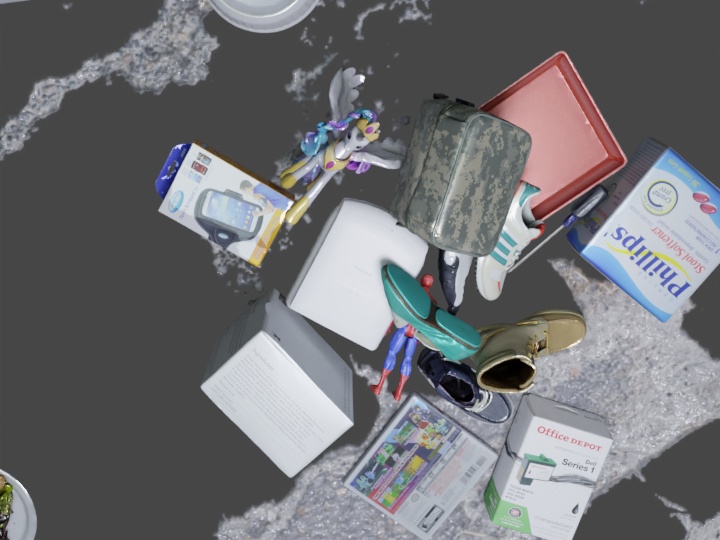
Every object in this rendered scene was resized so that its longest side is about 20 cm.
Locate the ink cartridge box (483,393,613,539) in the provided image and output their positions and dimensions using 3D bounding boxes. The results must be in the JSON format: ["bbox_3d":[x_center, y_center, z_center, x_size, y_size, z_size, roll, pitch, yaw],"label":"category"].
[{"bbox_3d":[0.304,0.324,1.567,0.143,0.085,0.203,16,106,-6],"label":"ink cartridge box"}]

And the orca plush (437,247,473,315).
[{"bbox_3d":[0.144,-0.038,1.484,0.070,0.104,0.204,23,124,38],"label":"orca plush"}]

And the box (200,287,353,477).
[{"bbox_3d":[-0.119,0.163,1.451,0.130,0.199,0.200,-41,103,11],"label":"box"}]

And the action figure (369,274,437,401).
[{"bbox_3d":[0.073,0.101,1.516,0.064,0.052,0.203,19,100,-12],"label":"action figure"}]

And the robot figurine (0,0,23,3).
[{"bbox_3d":[-0.468,-0.443,1.311,0.196,0.113,0.173,-8,68,1],"label":"robot figurine"}]

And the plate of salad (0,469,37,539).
[{"bbox_3d":[-0.638,0.415,1.595,0.196,0.048,0.204,-1,107,-2],"label":"plate of salad"}]

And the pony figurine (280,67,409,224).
[{"bbox_3d":[-0.025,-0.175,1.377,0.199,0.194,0.167,-38,101,29],"label":"pony figurine"}]

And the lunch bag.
[{"bbox_3d":[0.125,-0.139,1.348,0.138,0.167,0.204,10,102,-39],"label":"lunch bag"}]

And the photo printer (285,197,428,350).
[{"bbox_3d":[0.000,0.000,1.473,0.164,0.070,0.202,28,104,-9],"label":"photo printer"}]

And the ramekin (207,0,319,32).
[{"bbox_3d":[-0.139,-0.432,1.331,0.198,0.094,0.207,0,107,-1],"label":"ramekin"}]

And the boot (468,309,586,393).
[{"bbox_3d":[0.263,0.124,1.470,0.196,0.156,0.074,-8,107,1],"label":"boot"}]

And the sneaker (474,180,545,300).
[{"bbox_3d":[0.224,-0.042,1.431,0.092,0.070,0.204,10,116,18],"label":"sneaker"}]

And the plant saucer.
[{"bbox_3d":[0.267,-0.191,1.440,0.198,0.037,0.201,-33,104,9],"label":"plant saucer"}]

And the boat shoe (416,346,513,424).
[{"bbox_3d":[0.176,0.199,1.509,0.198,0.093,0.075,34,100,-23],"label":"boat shoe"}]

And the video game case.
[{"bbox_3d":[0.099,0.328,1.598,0.181,0.023,0.201,35,104,-11],"label":"video game case"}]

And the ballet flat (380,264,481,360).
[{"bbox_3d":[0.091,0.073,1.440,0.199,0.068,0.070,38,125,-16],"label":"ballet flat"}]

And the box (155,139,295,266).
[{"bbox_3d":[-0.211,-0.107,1.454,0.198,0.042,0.120,28,104,-11],"label":"box"}]

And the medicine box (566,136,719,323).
[{"bbox_3d":[0.447,-0.061,1.448,0.181,0.103,0.201,36,102,-11],"label":"medicine box"}]

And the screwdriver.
[{"bbox_3d":[0.302,-0.058,1.477,0.029,0.028,0.200,24,121,-34],"label":"screwdriver"}]
